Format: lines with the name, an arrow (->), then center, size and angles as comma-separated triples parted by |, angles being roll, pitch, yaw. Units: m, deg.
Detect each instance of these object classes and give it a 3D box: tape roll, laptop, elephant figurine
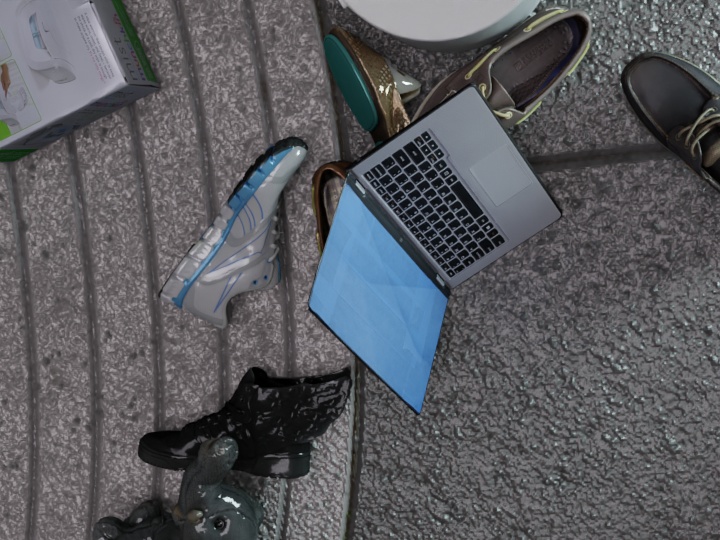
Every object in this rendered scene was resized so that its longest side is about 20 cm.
tape roll -> 0.068, -0.290, 1.016 | 0.201, 0.139, 0.205 | 1, 97, 10
laptop -> 0.070, -0.013, 1.011 | 0.199, 0.116, 0.187 | -33, 134, 11
elephant figurine -> -0.141, 0.253, 1.110 | 0.199, 0.155, 0.142 | -30, 71, 20

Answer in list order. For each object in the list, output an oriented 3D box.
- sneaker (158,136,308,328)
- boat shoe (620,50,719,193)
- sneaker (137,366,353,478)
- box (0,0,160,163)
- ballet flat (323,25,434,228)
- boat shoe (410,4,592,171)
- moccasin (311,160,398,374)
sneaker -> -0.098, -0.032, 1.116 | 0.086, 0.075, 0.200 | 36, 106, -6
boat shoe -> 0.306, -0.113, 1.028 | 0.200, 0.073, 0.075 | 43, 101, 3
sneaker -> -0.109, 0.137, 1.137 | 0.198, 0.060, 0.105 | 5, 98, 4
box -> -0.311, -0.225, 1.110 | 0.175, 0.097, 0.201 | -24, 91, 11
ballet flat -> 0.034, -0.134, 1.087 | 0.065, 0.070, 0.201 | -25, 95, -15
boat shoe -> 0.118, -0.154, 1.036 | 0.200, 0.060, 0.072 | -41, 99, -6
moccasin -> 0.002, 0.000, 1.090 | 0.073, 0.078, 0.203 | -10, 95, 11
